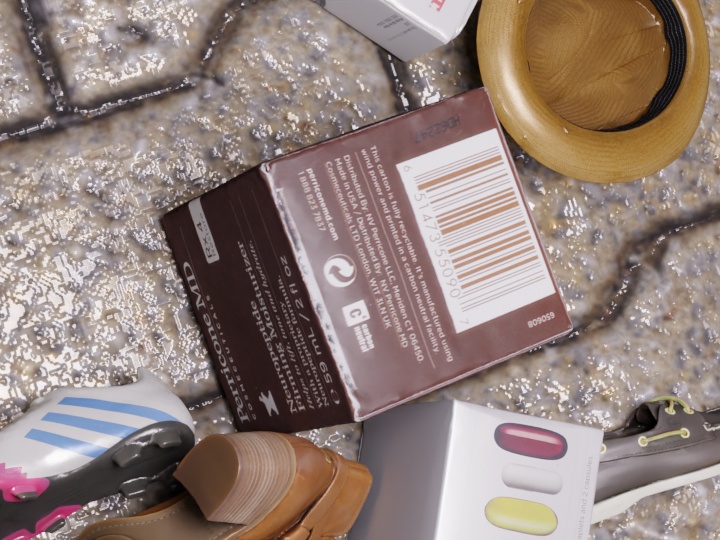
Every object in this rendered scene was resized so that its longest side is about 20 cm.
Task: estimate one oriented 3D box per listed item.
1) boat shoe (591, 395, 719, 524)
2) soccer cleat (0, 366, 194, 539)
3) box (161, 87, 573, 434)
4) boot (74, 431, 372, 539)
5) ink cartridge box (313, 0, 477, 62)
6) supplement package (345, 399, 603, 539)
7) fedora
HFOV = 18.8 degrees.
[{"bbox_3d":[0.206,0.123,1.525,0.200,0.072,0.061,-19,96,-20],"label":"boat shoe"},{"bbox_3d":[-0.203,0.119,1.364,0.199,0.086,0.070,-17,135,-19],"label":"soccer cleat"},{"bbox_3d":[0.000,0.000,1.382,0.163,0.200,0.167,-22,91,-25],"label":"box"},{"bbox_3d":[-0.092,0.181,1.391,0.154,0.200,0.074,15,39,-55],"label":"boot"},{"bbox_3d":[-0.002,-0.257,1.475,0.199,0.084,0.147,33,73,-16],"label":"ink cartridge box"},{"bbox_3d":[0.063,0.194,1.413,0.110,0.156,0.202,12,80,-20],"label":"supplement package"},{"bbox_3d":[0.152,-0.149,1.524,0.199,0.082,0.202,4,82,-29],"label":"fedora"}]
